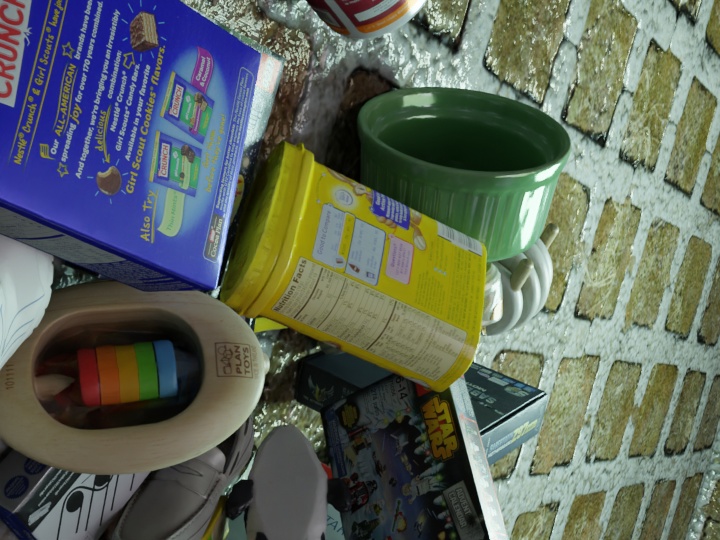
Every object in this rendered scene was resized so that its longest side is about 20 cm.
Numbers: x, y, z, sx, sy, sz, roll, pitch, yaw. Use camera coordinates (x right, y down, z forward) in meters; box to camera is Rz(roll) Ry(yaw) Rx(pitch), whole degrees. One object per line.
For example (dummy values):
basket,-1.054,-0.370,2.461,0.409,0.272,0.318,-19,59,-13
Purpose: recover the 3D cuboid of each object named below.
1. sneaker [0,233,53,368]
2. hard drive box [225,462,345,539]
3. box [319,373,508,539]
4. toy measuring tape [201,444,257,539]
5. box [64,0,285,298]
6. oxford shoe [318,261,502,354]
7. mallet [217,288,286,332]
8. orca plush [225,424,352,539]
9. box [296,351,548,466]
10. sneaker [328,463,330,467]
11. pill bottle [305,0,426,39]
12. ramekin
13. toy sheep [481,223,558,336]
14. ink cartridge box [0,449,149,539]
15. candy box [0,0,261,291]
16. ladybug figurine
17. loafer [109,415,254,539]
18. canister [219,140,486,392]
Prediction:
sneaker,-0.237,0.043,0.650,0.087,0.074,0.202,168,-58,-76
hard drive box,-0.055,0.277,0.993,0.200,0.155,0.077,-31,140,-49
box,0.045,0.187,0.931,0.040,0.136,0.201,28,41,-51
toy measuring tape,-0.147,0.208,0.935,0.200,0.073,0.074,-62,155,-62
box,-0.134,-0.086,0.816,0.136,0.037,0.202,14,92,-58
oxford shoe,0.048,0.050,1.027,0.058,0.199,0.075,60,27,-19
mallet,-0.075,0.055,0.984,0.200,0.041,0.066,9,97,-63
orca plush,-0.051,0.231,0.923,0.104,0.201,0.071,-18,139,-15
box,0.061,0.124,1.070,0.157,0.199,0.051,-17,122,-53
sneaker,0.024,0.186,1.180,0.200,0.075,0.089,14,80,-64
pill bottle,-0.026,-0.273,0.827,0.200,0.112,0.114,39,71,-57
ramekin,0.091,-0.091,1.027,0.200,0.199,0.098,-32,137,-47
toy sheep,0.158,0.000,1.234,0.200,0.137,0.139,-39,135,-50
ink cartridge box,-0.187,0.118,0.822,0.200,0.044,0.094,-54,145,-29
candy box,-0.164,-0.095,0.654,0.199,0.077,0.171,28,65,-47
ladybug figurine,-0.161,0.077,0.751,0.072,0.198,0.137,122,-36,-62
loafer,-0.139,0.163,0.868,0.200,0.069,0.070,-58,160,-61
canister,0.000,0.000,0.891,0.087,0.199,0.149,-47,-155,46
